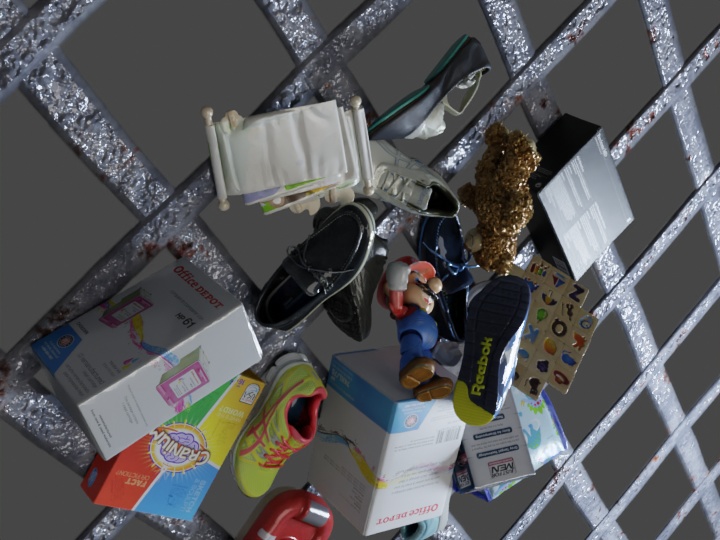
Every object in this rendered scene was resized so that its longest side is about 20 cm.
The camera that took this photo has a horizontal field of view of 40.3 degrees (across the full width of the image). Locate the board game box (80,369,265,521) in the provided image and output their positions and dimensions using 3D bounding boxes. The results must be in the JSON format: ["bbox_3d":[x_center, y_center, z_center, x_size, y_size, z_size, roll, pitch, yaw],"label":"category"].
[{"bbox_3d":[-0.223,0.196,1.186,0.152,0.040,0.201,25,95,-44],"label":"board game box"}]

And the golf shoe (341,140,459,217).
[{"bbox_3d":[0.045,-0.113,1.209,0.199,0.097,0.079,12,106,-41],"label":"golf shoe"}]

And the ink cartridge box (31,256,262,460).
[{"bbox_3d":[-0.227,0.086,1.052,0.199,0.144,0.085,-32,128,-23],"label":"ink cartridge box"}]

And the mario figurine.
[{"bbox_3d":[0.083,0.059,1.270,0.105,0.201,0.124,-3,141,-9],"label":"mario figurine"}]

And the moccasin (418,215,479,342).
[{"bbox_3d":[0.131,0.007,1.363,0.080,0.068,0.202,-28,126,-26],"label":"moccasin"}]

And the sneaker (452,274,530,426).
[{"bbox_3d":[0.171,0.104,1.278,0.202,0.073,0.082,-71,158,-7],"label":"sneaker"}]

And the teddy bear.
[{"bbox_3d":[0.177,-0.094,1.286,0.066,0.145,0.201,-6,131,-35],"label":"teddy bear"}]

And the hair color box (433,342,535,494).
[{"bbox_3d":[0.166,0.204,1.389,0.099,0.202,0.061,-8,162,-21],"label":"hair color box"}]

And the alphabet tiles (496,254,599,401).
[{"bbox_3d":[0.253,0.080,1.423,0.201,0.166,0.006,-58,-178,-26],"label":"alphabet tiles"}]

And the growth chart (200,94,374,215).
[{"bbox_3d":[-0.077,-0.127,1.115,0.198,0.018,0.146,-9,122,-15],"label":"growth chart"}]

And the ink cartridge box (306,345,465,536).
[{"bbox_3d":[0.038,0.228,1.347,0.146,0.146,0.202,-3,113,-39],"label":"ink cartridge box"}]

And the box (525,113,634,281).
[{"bbox_3d":[0.311,-0.106,1.448,0.141,0.079,0.201,-43,132,-10],"label":"box"}]

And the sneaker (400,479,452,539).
[{"bbox_3d":[0.090,0.342,1.503,0.082,0.074,0.202,-26,126,-31],"label":"sneaker"}]

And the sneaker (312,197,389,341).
[{"bbox_3d":[0.000,0.000,1.250,0.090,0.076,0.202,-29,130,-33],"label":"sneaker"}]

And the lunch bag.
[{"bbox_3d":[0.192,0.217,1.489,0.169,0.127,0.202,-28,102,-26],"label":"lunch bag"}]

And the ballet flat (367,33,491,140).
[{"bbox_3d":[0.092,-0.208,1.201,0.200,0.073,0.073,-46,134,-22],"label":"ballet flat"}]

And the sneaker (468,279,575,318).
[{"bbox_3d":[0.244,0.071,1.463,0.199,0.108,0.071,10,105,-42],"label":"sneaker"}]

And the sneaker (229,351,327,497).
[{"bbox_3d":[-0.103,0.211,1.260,0.078,0.090,0.202,9,107,-44],"label":"sneaker"}]

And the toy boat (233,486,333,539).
[{"bbox_3d":[-0.102,0.405,1.334,0.130,0.130,0.201,35,88,-44],"label":"toy boat"}]

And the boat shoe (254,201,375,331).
[{"bbox_3d":[-0.056,0.001,1.162,0.200,0.075,0.062,-46,165,23],"label":"boat shoe"}]
